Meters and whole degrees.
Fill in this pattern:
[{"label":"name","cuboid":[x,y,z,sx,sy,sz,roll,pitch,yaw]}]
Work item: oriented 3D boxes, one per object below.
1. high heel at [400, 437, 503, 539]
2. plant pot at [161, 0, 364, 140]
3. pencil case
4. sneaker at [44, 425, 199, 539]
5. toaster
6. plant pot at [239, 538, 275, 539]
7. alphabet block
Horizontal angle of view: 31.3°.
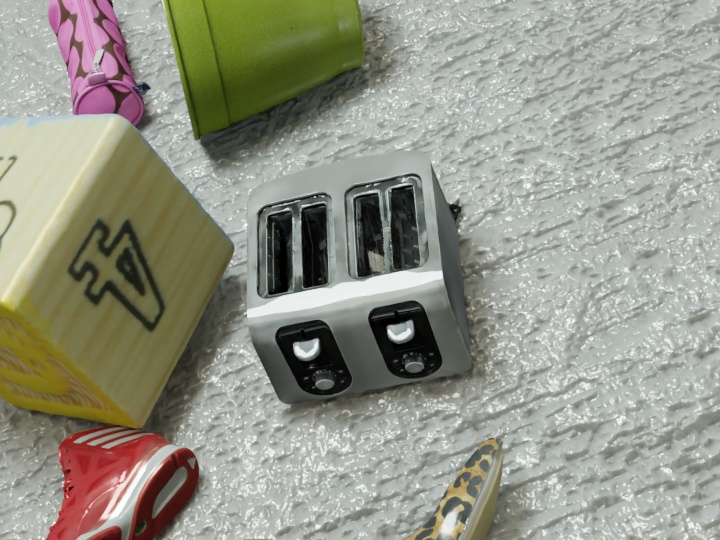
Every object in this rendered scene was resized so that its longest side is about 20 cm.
[{"label":"high heel","cuboid":[0.021,0.201,1.007,0.142,0.071,0.201,21,73,23]},{"label":"plant pot","cuboid":[-0.101,-0.254,1.316,0.191,0.201,0.202,-14,51,-6]},{"label":"pencil case","cuboid":[-0.294,-0.240,1.417,0.090,0.094,0.201,-25,51,0]},{"label":"sneaker","cuboid":[-0.238,0.216,1.099,0.115,0.079,0.200,20,51,38]},{"label":"toaster","cuboid":[0.000,0.000,1.132,0.179,0.119,0.202,-10,53,10]},{"label":"plant pot","cuboid":[-0.094,0.294,0.935,0.199,0.093,0.203,-9,68,24]},{"label":"alphabet block","cuboid":[-0.265,-0.001,1.151,0.194,0.197,0.201,3,55,39]}]
